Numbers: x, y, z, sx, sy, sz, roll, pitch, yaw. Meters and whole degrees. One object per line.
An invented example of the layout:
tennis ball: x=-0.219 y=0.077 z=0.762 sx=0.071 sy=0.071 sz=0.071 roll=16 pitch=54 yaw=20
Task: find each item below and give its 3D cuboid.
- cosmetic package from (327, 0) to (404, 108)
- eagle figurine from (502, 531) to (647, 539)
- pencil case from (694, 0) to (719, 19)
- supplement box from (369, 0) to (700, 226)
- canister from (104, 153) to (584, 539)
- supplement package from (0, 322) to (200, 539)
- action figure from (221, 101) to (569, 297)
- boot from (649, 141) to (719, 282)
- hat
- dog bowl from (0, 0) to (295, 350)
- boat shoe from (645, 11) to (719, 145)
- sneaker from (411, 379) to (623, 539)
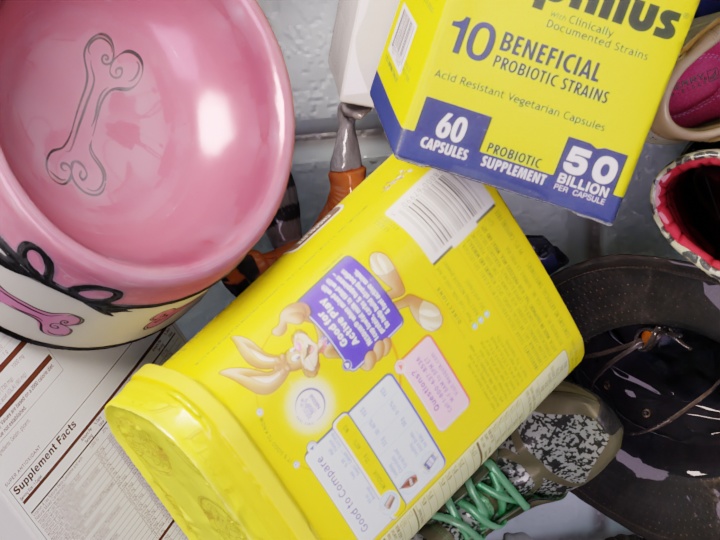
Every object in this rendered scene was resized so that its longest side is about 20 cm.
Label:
cosmetic package: x=0.028 y=-0.185 z=0.918 sx=0.050 sy=0.083 sz=0.202 roll=8 pitch=110 yaw=-10
eagle figurine: x=0.157 y=0.221 z=1.039 sx=0.197 sy=0.151 sz=0.154 roll=-5 pitch=75 yaw=2
pencil case: x=0.194 y=-0.129 z=0.955 sx=0.199 sy=0.078 sz=0.087 roll=31 pitch=119 yaw=-15
supplement box: x=0.089 y=-0.142 z=0.839 sx=0.108 sy=0.110 sz=0.202 roll=16 pitch=107 yaw=-11
canister: x=-0.001 y=0.054 z=0.879 sx=0.200 sy=0.086 sz=0.149 roll=-43 pitch=115 yaw=-22
supplement package: x=-0.185 y=0.088 z=0.925 sx=0.190 sy=0.147 sz=0.201 roll=-16 pitch=116 yaw=39
action figure: x=0.000 y=0.000 z=0.989 sx=0.198 sy=0.105 sz=0.195 roll=-25 pitch=118 yaw=-10
boot: x=0.233 y=-0.002 z=0.908 sx=0.202 sy=0.154 sz=0.074 roll=32 pitch=105 yaw=13
hat: x=0.171 y=0.054 z=1.009 sx=0.198 sy=0.081 sz=0.202 roll=10 pitch=128 yaw=13
dog bowl: x=-0.114 y=-0.069 z=0.833 sx=0.198 sy=0.073 sz=0.203 roll=9 pitch=74 yaw=-36
boat shoe: x=0.218 y=-0.108 z=0.885 sx=0.198 sy=0.069 sz=0.074 roll=-27 pitch=107 yaw=-2
sneaker: x=0.056 y=0.128 z=1.000 sx=0.199 sy=0.089 sz=0.077 roll=-31 pitch=114 yaw=32
